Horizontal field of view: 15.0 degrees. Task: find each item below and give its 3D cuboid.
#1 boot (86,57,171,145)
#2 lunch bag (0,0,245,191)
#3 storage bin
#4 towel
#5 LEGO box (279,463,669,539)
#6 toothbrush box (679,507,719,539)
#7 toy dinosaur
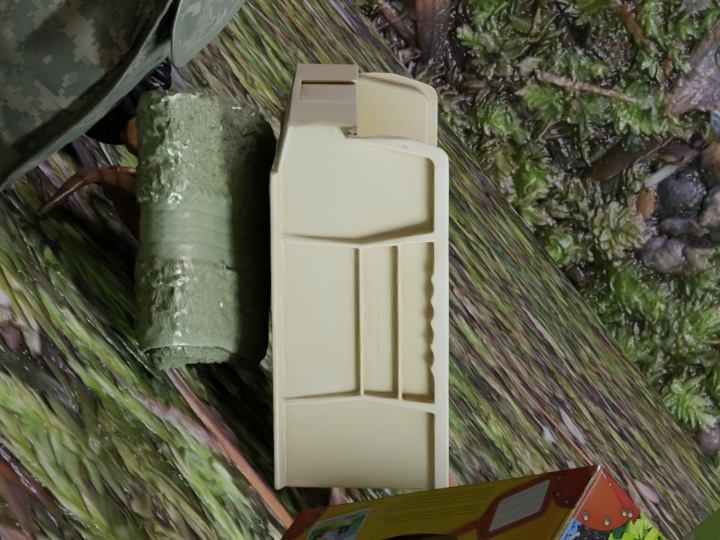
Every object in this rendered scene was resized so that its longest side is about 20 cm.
[{"bbox_3d":[-0.198,-0.175,1.563,0.158,0.079,0.212,29,33,-51],"label":"boot"},{"bbox_3d":[-0.117,-0.155,1.345,0.118,0.200,0.164,48,30,-9],"label":"lunch bag"},{"bbox_3d":[0.000,0.000,1.484,0.200,0.093,0.200,-89,179,-77],"label":"storage bin"},{"bbox_3d":[-0.077,-0.022,1.431,0.200,0.036,0.150,12,77,-77],"label":"towel"},{"bbox_3d":[0.061,0.163,1.099,0.149,0.077,0.199,47,-32,-19],"label":"LEGO box"},{"bbox_3d":[0.385,0.316,2.556,0.146,0.086,0.200,48,10,-13],"label":"toothbrush box"},{"bbox_3d":[-0.114,-0.037,1.491,0.200,0.060,0.106,41,14,-48],"label":"toy dinosaur"}]
